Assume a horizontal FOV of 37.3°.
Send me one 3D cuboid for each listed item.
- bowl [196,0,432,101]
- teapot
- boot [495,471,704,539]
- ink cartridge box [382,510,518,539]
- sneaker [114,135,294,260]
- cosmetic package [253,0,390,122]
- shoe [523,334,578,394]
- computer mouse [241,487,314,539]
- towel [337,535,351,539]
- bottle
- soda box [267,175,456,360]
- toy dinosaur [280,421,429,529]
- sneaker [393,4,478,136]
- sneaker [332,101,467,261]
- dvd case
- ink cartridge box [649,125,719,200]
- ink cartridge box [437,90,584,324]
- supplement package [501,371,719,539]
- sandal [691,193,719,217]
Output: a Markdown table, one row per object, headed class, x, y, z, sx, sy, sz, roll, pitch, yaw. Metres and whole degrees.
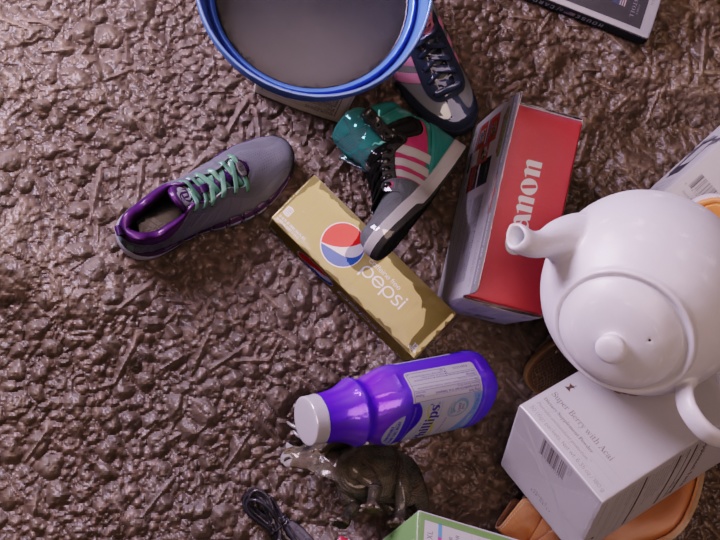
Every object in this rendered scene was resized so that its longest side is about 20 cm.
| class | x | y | z | sx | sy | sz | roll | pitch | yaw |
| --- | --- | --- | --- | --- | --- | --- | --- | --- | --- |
| bowl | -0.040 | -0.239 | 0.904 | 0.200 | 0.039 | 0.201 | 1 | 83 | -8 |
| teapot | 0.240 | 0.038 | 0.921 | 0.200 | 0.146 | 0.197 | 8 | 121 | 26 |
| boot | 0.246 | 0.232 | 1.088 | 0.155 | 0.074 | 0.200 | 36 | 75 | 3 |
| ink cartridge box | 0.070 | 0.284 | 1.014 | 0.200 | 0.104 | 0.059 | 19 | 49 | -18 |
| sneaker | -0.148 | -0.073 | 1.051 | 0.200 | 0.088 | 0.074 | -33 | 90 | -9 |
| cosmetic package | -0.040 | -0.220 | 1.024 | 0.103 | 0.200 | 0.087 | 19 | 81 | -7 |
| shoe | 0.259 | 0.067 | 1.113 | 0.200 | 0.053 | 0.070 | -31 | 101 | 4 |
| computer mouse | -0.131 | 0.319 | 1.041 | 0.110 | 0.044 | 0.200 | 45 | 75 | -6 |
| towel | 0.038 | 0.372 | 1.069 | 0.200 | 0.022 | 0.145 | 26 | 81 | -5 |
| bottle | 0.034 | 0.128 | 1.031 | 0.200 | 0.084 | 0.065 | -7 | 51 | -31 |
| soda box | 0.000 | 0.000 | 1.075 | 0.200 | 0.068 | 0.064 | 44 | 80 | -2 |
| toy dinosaur | 0.023 | 0.208 | 1.052 | 0.200 | 0.077 | 0.102 | 18 | 50 | -19 |
| sneaker | 0.061 | -0.231 | 1.098 | 0.070 | 0.082 | 0.200 | -32 | 90 | -10 |
| sneaker | 0.019 | -0.101 | 1.052 | 0.121 | 0.084 | 0.200 | 35 | 42 | 2 |
| dvd case | 0.242 | -0.351 | 1.165 | 0.200 | 0.025 | 0.150 | 19 | 83 | -5 |
| ink cartridge box | 0.400 | -0.069 | 1.129 | 0.200 | 0.083 | 0.145 | -41 | 91 | -9 |
| ink cartridge box | 0.148 | -0.055 | 1.047 | 0.084 | 0.176 | 0.200 | 14 | 83 | -6 |
| supplement package | 0.256 | 0.157 | 1.031 | 0.200 | 0.120 | 0.121 | -26 | 57 | -22 |
| sandal | 0.296 | 0.010 | 1.048 | 0.207 | 0.059 | 0.079 | -41 | 92 | 4 |
